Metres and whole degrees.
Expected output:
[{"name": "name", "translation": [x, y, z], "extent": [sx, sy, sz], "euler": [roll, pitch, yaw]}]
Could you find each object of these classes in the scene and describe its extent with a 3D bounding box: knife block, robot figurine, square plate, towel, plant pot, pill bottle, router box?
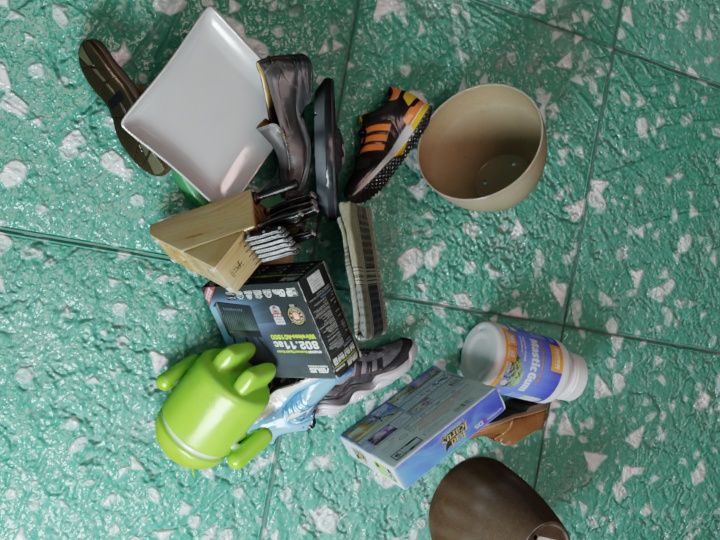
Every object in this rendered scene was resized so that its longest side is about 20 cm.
[{"name": "knife block", "translation": [-0.162, -0.067, 1.212], "extent": [0.176, 0.200, 0.064], "euler": [-53, 144, -18]}, {"name": "robot figurine", "translation": [-0.204, 0.190, 1.234], "extent": [0.175, 0.116, 0.200], "euler": [42, 107, 13]}, {"name": "square plate", "translation": [-0.195, -0.212, 1.200], "extent": [0.198, 0.028, 0.200], "euler": [43, 75, -37]}, {"name": "towel", "translation": [0.000, 0.000, 1.296], "extent": [0.034, 0.193, 0.201], "euler": [-8, 88, 11]}, {"name": "plant pot", "translation": [0.240, 0.419, 1.443], "extent": [0.186, 0.200, 0.187], "euler": [-3, 96, -26]}, {"name": "pill bottle", "translation": [0.276, 0.158, 1.487], "extent": [0.200, 0.112, 0.112], "euler": [15, 88, -25]}, {"name": "router box", "translation": [-0.111, 0.070, 1.234], "extent": [0.062, 0.200, 0.150], "euler": [-41, 117, -43]}, {"name": "plant pot", "translation": [0.206, -0.170, 1.399], "extent": [0.201, 0.200, 0.134], "euler": [-62, 145, -9]}]

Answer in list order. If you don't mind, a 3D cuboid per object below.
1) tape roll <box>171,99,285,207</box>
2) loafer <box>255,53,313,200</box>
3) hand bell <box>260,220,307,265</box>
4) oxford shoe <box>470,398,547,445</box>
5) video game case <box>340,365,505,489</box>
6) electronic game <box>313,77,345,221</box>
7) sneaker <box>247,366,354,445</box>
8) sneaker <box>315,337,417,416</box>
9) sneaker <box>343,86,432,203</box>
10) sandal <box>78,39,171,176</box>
[{"name": "tape roll", "translation": [-0.171, -0.172, 1.278], "extent": [0.200, 0.048, 0.201], "euler": [-3, 96, -25]}, {"name": "loafer", "translation": [-0.108, -0.193, 1.218], "extent": [0.072, 0.073, 0.201], "euler": [-4, 99, -24]}, {"name": "hand bell", "translation": [-0.122, 0.030, 1.311], "extent": [0.104, 0.104, 0.201], "euler": [-13, 112, -24]}, {"name": "oxford shoe", "translation": [0.234, 0.265, 1.501], "extent": [0.200, 0.071, 0.071], "euler": [-8, 103, -26]}, {"name": "video game case", "translation": [0.092, 0.233, 1.365], "extent": [0.200, 0.181, 0.046], "euler": [-34, 109, -19]}, {"name": "electronic game", "translation": [-0.042, -0.170, 1.264], "extent": [0.041, 0.200, 0.201], "euler": [-1, 96, -1]}, {"name": "sneaker", "translation": [-0.085, 0.185, 1.306], "extent": [0.200, 0.078, 0.090], "euler": [-35, 113, 18]}, {"name": "sneaker", "translation": [-0.009, 0.130, 1.365], "extent": [0.200, 0.075, 0.114], "euler": [-29, 109, -18]}, {"name": "sneaker", "translation": [0.022, -0.192, 1.364], "extent": [0.090, 0.070, 0.200], "euler": [35, 76, 12]}, {"name": "sandal", "translation": [-0.306, -0.222, 1.204], "extent": [0.055, 0.082, 0.200], "euler": [-41, 104, -40]}]
